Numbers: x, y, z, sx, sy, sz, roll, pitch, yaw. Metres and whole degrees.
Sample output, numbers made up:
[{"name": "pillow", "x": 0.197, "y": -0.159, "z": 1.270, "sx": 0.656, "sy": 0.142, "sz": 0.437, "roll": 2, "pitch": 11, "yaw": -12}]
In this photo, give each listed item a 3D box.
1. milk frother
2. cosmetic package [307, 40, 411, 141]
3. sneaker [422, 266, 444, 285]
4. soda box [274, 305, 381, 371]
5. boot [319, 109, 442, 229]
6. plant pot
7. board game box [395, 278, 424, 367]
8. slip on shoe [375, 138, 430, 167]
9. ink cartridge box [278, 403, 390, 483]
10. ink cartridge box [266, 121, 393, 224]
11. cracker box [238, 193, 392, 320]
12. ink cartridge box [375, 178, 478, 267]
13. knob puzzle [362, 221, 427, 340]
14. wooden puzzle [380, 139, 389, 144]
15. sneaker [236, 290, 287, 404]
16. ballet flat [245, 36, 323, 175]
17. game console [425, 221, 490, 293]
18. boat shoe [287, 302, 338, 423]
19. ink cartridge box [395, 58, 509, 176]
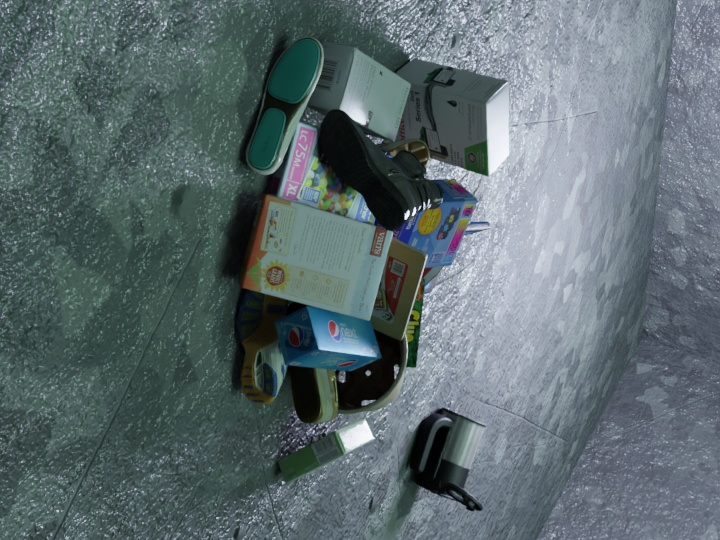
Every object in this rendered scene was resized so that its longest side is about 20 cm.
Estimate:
[{"name": "milk frother", "x": 0.231, "y": 0.434, "z": 2.138, "sx": 0.180, "sy": 0.197, "sz": 0.192, "roll": 29, "pitch": 80, "yaw": -57}, {"name": "cosmetic package", "x": -0.001, "y": -0.276, "z": 1.456, "sx": 0.199, "sy": 0.073, "sz": 0.104, "roll": 9, "pitch": 98, "yaw": -60}, {"name": "sneaker", "x": 0.062, "y": 0.012, "z": 1.727, "sx": 0.112, "sy": 0.072, "sz": 0.201, "roll": 31, "pitch": 107, "yaw": -30}, {"name": "soda box", "x": -0.046, "y": 0.107, "z": 1.415, "sx": 0.199, "sy": 0.063, "sz": 0.069, "roll": 18, "pitch": 52, "yaw": -61}, {"name": "boot", "x": 0.030, "y": -0.158, "z": 1.386, "sx": 0.202, "sy": 0.069, "sz": 0.131, "roll": 57, "pitch": 38, "yaw": 0}, {"name": "plant pot", "x": -0.003, "y": 0.159, "z": 1.601, "sx": 0.204, "sy": 0.197, "sz": 0.184, "roll": -66, "pitch": 162, "yaw": -11}, {"name": "board game box", "x": 0.061, "y": 0.098, "z": 1.726, "sx": 0.024, "sy": 0.102, "sz": 0.203, "roll": -93, "pitch": -176, "yaw": -53}, {"name": "slip on shoe", "x": 0.014, "y": -0.166, "z": 1.498, "sx": 0.197, "sy": 0.060, "sz": 0.078, "roll": -21, "pitch": 104, "yaw": -14}, {"name": "ink cartridge box", "x": -0.035, "y": 0.306, "z": 1.656, "sx": 0.199, "sy": 0.144, "sz": 0.049, "roll": -9, "pitch": 69, "yaw": -58}, {"name": "ink cartridge box", "x": -0.036, "y": -0.142, "z": 1.411, "sx": 0.197, "sy": 0.042, "sz": 0.122, "roll": 14, "pitch": 94, "yaw": -35}, {"name": "cracker box", "x": -0.065, "y": -0.019, "z": 1.346, "sx": 0.058, "sy": 0.196, "sz": 0.137, "roll": -153, "pitch": -101, "yaw": -75}, {"name": "ink cartridge box", "x": 0.090, "y": -0.077, "z": 1.575, "sx": 0.197, "sy": 0.076, "sz": 0.138, "roll": -5, "pitch": 126, "yaw": -41}, {"name": "knob puzzle", "x": 0.000, "y": 0.000, "z": 1.471, "sx": 0.031, "sy": 0.215, "sz": 0.223, "roll": -52, "pitch": 147, "yaw": -47}, {"name": "wooden puzzle", "x": 0.016, "y": -0.104, "z": 1.616, "sx": 0.187, "sy": 0.046, "sz": 0.201, "roll": -62, "pitch": 155, "yaw": -19}, {"name": "sneaker", "x": -0.144, "y": 0.098, "z": 1.429, "sx": 0.088, "sy": 0.074, "sz": 0.204, "roll": -49, "pitch": 149, "yaw": -68}, {"name": "ballet flat", "x": -0.106, "y": -0.229, "z": 1.314, "sx": 0.069, "sy": 0.069, "sz": 0.204, "roll": 23, "pitch": 89, "yaw": -61}, {"name": "game console", "x": 0.160, "y": -0.021, "z": 1.847, "sx": 0.199, "sy": 0.168, "sz": 0.121, "roll": -9, "pitch": 87, "yaw": -59}, {"name": "boat shoe", "x": -0.077, "y": 0.145, "z": 1.486, "sx": 0.066, "sy": 0.073, "sz": 0.204, "roll": 19, "pitch": 59, "yaw": -51}, {"name": "ink cartridge box", "x": 0.154, "y": -0.266, "z": 1.608, "sx": 0.084, "sy": 0.197, "sz": 0.148, "roll": -43, "pitch": 140, "yaw": -36}]
